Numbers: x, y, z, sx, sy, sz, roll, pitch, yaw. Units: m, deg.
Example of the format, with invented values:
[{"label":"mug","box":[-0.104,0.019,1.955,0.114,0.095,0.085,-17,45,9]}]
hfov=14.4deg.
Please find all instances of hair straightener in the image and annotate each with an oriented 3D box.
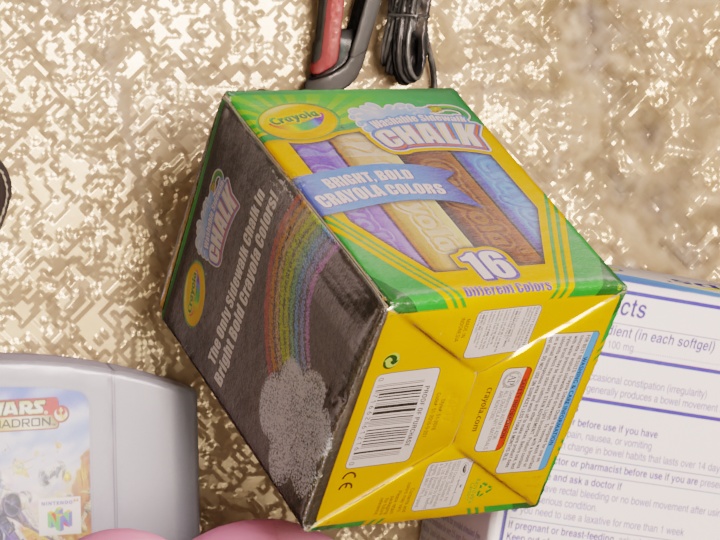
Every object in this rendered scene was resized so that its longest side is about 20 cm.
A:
[{"label":"hair straightener","box":[0.019,-0.139,1.301,0.077,0.041,0.201,5,97,-16]}]

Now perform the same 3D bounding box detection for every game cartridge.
[{"label":"game cartridge","box":[-0.170,0.104,1.277,0.199,0.042,0.134,-3,100,-15]}]

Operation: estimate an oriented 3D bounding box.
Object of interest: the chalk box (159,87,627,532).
[{"label":"chalk box","box":[0.000,0.000,1.237,0.124,0.200,0.125,-3,128,-31]}]

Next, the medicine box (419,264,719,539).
[{"label":"medicine box","box":[0.132,0.102,1.326,0.182,0.103,0.201,9,92,-16]}]

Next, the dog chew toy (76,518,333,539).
[{"label":"dog chew toy","box":[-0.092,0.165,1.229,0.199,0.125,0.125,6,94,-8]}]

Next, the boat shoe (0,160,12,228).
[{"label":"boat shoe","box":[-0.192,0.025,1.205,0.200,0.065,0.073,-62,148,-35]}]
